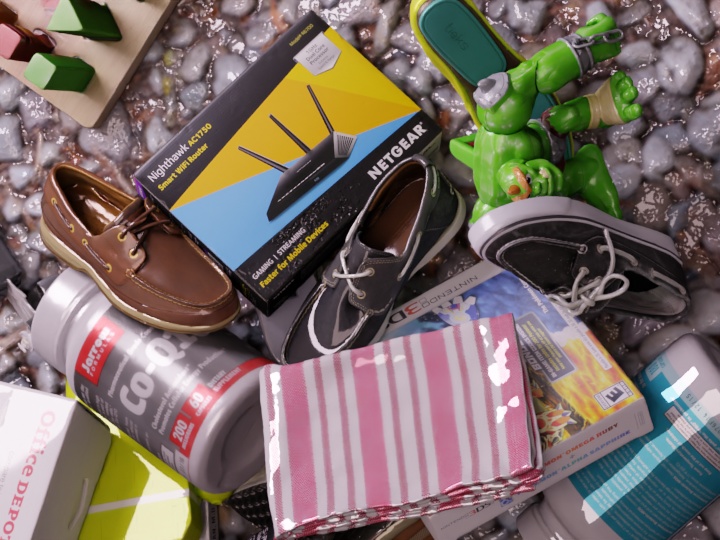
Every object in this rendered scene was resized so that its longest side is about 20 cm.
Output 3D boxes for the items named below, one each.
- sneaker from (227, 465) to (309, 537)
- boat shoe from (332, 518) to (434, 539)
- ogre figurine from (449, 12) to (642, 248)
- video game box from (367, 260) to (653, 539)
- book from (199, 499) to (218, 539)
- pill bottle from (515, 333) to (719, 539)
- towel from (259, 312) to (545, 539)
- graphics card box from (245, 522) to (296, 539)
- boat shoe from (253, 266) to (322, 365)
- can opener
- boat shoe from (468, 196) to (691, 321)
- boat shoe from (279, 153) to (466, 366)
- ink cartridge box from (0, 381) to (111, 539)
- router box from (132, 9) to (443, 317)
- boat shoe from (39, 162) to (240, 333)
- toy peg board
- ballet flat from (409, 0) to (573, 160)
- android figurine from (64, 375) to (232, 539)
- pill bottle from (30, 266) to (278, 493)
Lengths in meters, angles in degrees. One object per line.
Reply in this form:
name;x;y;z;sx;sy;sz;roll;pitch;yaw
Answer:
sneaker;-0.020;0.146;1.672;0.200;0.093;0.070;-27;120;38
boat shoe;0.043;0.208;1.648;0.074;0.076;0.200;39;113;-15
ogre figurine;0.138;-0.085;1.565;0.120;0.200;0.098;-13;51;-22
video game box;0.090;0.088;1.561;0.182;0.047;0.200;-30;45;-6
book;-0.180;0.260;1.731;0.133;0.048;0.200;-5;87;15
pill bottle;0.213;0.149;1.578;0.200;0.111;0.111;-43;81;12
towel;0.025;0.109;1.500;0.200;0.030;0.146;-12;53;5
graphics card box;-0.104;0.295;1.636;0.200;0.051;0.125;-34;113;18
boat shoe;-0.067;-0.004;1.672;0.073;0.065;0.200;-5;71;-6
can opener;-0.296;-0.003;1.755;0.066;0.053;0.200;-36;83;-21
boat shoe;0.167;0.001;1.545;0.074;0.199;0.068;-41;49;32
boat shoe;0.000;0.000;1.585;0.072;0.068;0.200;32;80;28
ink cartridge box;-0.320;0.159;1.658;0.200;0.086;0.148;10;72;19
router box;-0.056;-0.085;1.636;0.149;0.051;0.200;42;76;11
boat shoe;-0.175;-0.018;1.606;0.200;0.072;0.068;32;141;29
toy peg board;-0.258;-0.253;1.704;0.199;0.098;0.200;35;100;12
ballet flat;0.101;-0.149;1.614;0.067;0.067;0.200;-35;117;6
android figurine;-0.192;0.171;1.690;0.182;0.041;0.200;-13;65;9
pill bottle;-0.158;0.078;1.638;0.200;0.114;0.114;33;100;26
